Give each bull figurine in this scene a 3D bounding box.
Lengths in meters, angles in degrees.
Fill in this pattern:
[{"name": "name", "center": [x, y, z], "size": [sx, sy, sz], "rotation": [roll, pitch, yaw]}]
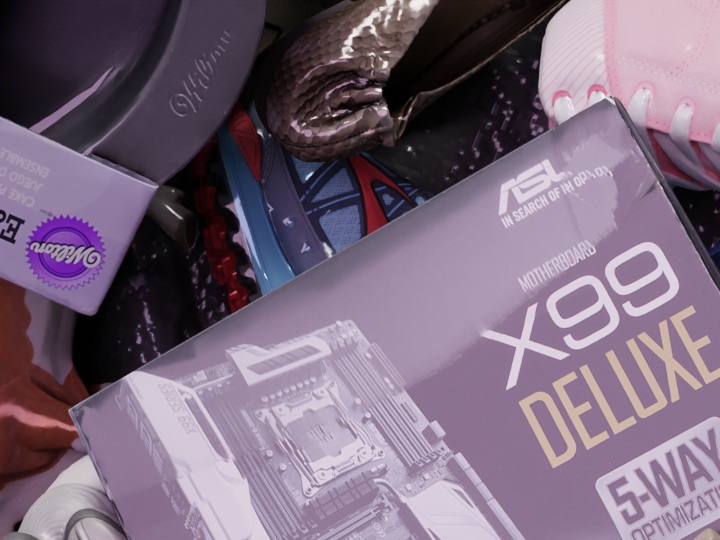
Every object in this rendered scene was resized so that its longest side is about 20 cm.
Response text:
[{"name": "bull figurine", "center": [-0.124, 0.027, 0.815], "size": [0.121, 0.065, 0.201], "rotation": [-1, 93, 10]}]

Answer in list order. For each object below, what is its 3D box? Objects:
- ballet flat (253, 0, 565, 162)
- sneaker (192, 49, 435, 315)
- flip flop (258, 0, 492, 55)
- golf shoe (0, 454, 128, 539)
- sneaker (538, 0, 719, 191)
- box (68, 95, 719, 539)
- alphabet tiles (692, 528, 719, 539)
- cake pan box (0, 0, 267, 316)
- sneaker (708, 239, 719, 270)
[{"name": "ballet flat", "center": [0.050, -0.102, 0.760], "size": [0.200, 0.068, 0.046], "rotation": [-38, 40, -17]}, {"name": "sneaker", "center": [0.000, 0.000, 0.794], "size": [0.095, 0.079, 0.201], "rotation": [-16, 64, -15]}, {"name": "flip flop", "center": [-0.040, -0.098, 0.761], "size": [0.081, 0.199, 0.058], "rotation": [-54, 32, 32]}, {"name": "golf shoe", "center": [-0.063, 0.154, 0.766], "size": [0.078, 0.097, 0.201], "rotation": [-9, 113, 10]}, {"name": "sneaker", "center": [0.125, -0.044, 0.721], "size": [0.104, 0.075, 0.201], "rotation": [-37, 43, 8]}, {"name": "box", "center": [0.032, 0.065, 0.679], "size": [0.199, 0.050, 0.158], "rotation": [-29, 78, 9]}, {"name": "alphabet tiles", "center": [0.132, 0.165, 0.660], "size": [0.200, 0.008, 0.167], "rotation": [41, 107, -21]}, {"name": "cake pan box", "center": [-0.127, -0.103, 0.693], "size": [0.199, 0.052, 0.185], "rotation": [25, 109, -13]}, {"name": "sneaker", "center": [0.101, 0.059, 0.732], "size": [0.074, 0.082, 0.200], "rotation": [38, 92, 22]}]
